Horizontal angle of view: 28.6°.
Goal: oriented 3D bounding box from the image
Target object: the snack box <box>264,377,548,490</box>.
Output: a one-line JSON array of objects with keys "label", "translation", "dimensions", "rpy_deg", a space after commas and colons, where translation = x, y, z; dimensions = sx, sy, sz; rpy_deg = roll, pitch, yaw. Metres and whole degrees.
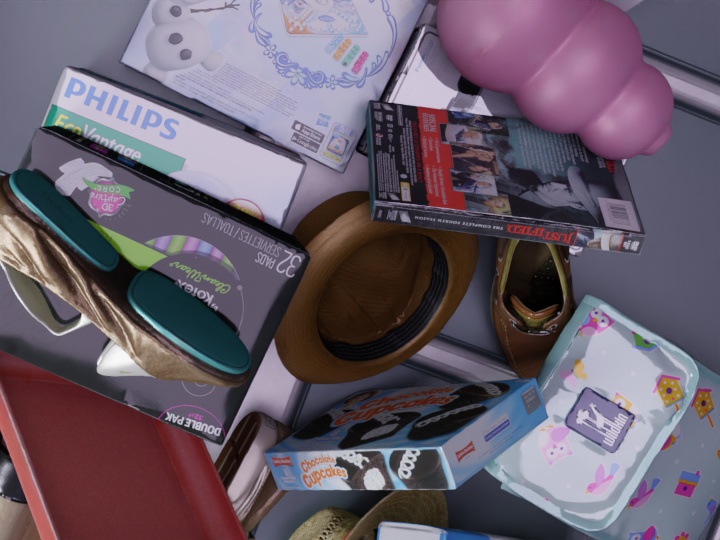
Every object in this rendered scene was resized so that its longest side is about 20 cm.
[{"label": "snack box", "translation": [0.032, 0.127, 1.086], "dimensions": [0.116, 0.200, 0.037], "rpy_deg": [-29, 103, -41]}]

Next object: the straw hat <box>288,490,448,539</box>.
[{"label": "straw hat", "translation": [-0.019, 0.246, 1.159], "dimensions": [0.085, 0.201, 0.201], "rpy_deg": [25, 94, 33]}]

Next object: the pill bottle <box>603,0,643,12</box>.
[{"label": "pill bottle", "translation": [0.166, -0.299, 1.115], "dimensions": [0.111, 0.111, 0.200], "rpy_deg": [-34, 99, -2]}]

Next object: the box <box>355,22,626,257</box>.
[{"label": "box", "translation": [0.110, -0.106, 1.154], "dimensions": [0.200, 0.060, 0.117], "rpy_deg": [24, 93, -8]}]

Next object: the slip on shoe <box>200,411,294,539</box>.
[{"label": "slip on shoe", "translation": [-0.115, 0.212, 1.162], "dimensions": [0.061, 0.076, 0.200], "rpy_deg": [34, 87, -24]}]

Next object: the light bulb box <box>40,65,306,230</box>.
[{"label": "light bulb box", "translation": [-0.168, -0.031, 1.100], "dimensions": [0.198, 0.125, 0.200], "rpy_deg": [21, 94, -8]}]

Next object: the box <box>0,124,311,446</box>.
[{"label": "box", "translation": [-0.157, 0.005, 0.980], "dimensions": [0.200, 0.124, 0.149], "rpy_deg": [25, 93, -10]}]

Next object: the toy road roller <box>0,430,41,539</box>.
[{"label": "toy road roller", "translation": [-0.293, 0.163, 1.122], "dimensions": [0.200, 0.146, 0.123], "rpy_deg": [33, 101, 28]}]

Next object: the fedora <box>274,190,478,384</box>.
[{"label": "fedora", "translation": [0.000, 0.000, 1.117], "dimensions": [0.200, 0.082, 0.201], "rpy_deg": [-23, 140, -20]}]

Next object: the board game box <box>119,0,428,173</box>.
[{"label": "board game box", "translation": [-0.060, -0.210, 1.134], "dimensions": [0.200, 0.043, 0.199], "rpy_deg": [27, 93, -8]}]

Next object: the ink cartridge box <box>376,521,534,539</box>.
[{"label": "ink cartridge box", "translation": [0.105, 0.280, 1.099], "dimensions": [0.200, 0.086, 0.147], "rpy_deg": [14, 77, -36]}]

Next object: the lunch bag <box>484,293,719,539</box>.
[{"label": "lunch bag", "translation": [0.207, 0.130, 1.132], "dimensions": [0.200, 0.122, 0.171], "rpy_deg": [32, 90, -34]}]

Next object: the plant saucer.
[{"label": "plant saucer", "translation": [-0.187, 0.148, 1.059], "dimensions": [0.037, 0.199, 0.200], "rpy_deg": [-41, 61, 23]}]

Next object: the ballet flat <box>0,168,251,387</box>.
[{"label": "ballet flat", "translation": [-0.163, 0.022, 0.891], "dimensions": [0.200, 0.068, 0.072], "rpy_deg": [38, 112, -9]}]

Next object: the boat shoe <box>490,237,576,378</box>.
[{"label": "boat shoe", "translation": [0.135, 0.022, 1.129], "dimensions": [0.072, 0.068, 0.200], "rpy_deg": [-2, 125, 12]}]

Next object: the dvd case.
[{"label": "dvd case", "translation": [0.104, -0.072, 1.059], "dimensions": [0.199, 0.146, 0.022], "rpy_deg": [6, 126, -7]}]

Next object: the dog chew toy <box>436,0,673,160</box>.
[{"label": "dog chew toy", "translation": [0.154, -0.162, 1.065], "dimensions": [0.200, 0.125, 0.125], "rpy_deg": [41, 91, -5]}]
